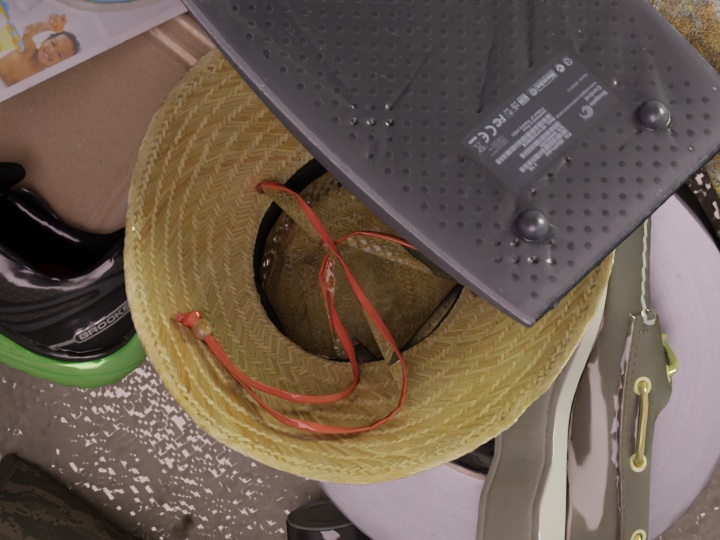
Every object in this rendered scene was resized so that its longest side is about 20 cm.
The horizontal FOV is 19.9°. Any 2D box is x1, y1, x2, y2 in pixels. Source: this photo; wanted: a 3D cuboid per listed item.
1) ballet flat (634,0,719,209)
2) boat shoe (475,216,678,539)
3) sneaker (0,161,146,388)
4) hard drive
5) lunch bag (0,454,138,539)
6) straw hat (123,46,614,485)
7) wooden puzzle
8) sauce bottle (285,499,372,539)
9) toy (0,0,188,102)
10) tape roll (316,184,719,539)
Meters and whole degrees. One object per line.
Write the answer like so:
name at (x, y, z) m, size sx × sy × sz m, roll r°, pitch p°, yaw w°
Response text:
ballet flat at (0.167, -0.046, 0.825) m, size 0.070 × 0.071 × 0.201 m, roll -22°, pitch 117°, yaw 11°
boat shoe at (0.092, 0.049, 0.829) m, size 0.060 × 0.072 × 0.204 m, roll 6°, pitch 93°, yaw -24°
sneaker at (-0.179, -0.014, 0.880) m, size 0.198 × 0.077 × 0.084 m, roll 13°, pitch 117°, yaw -1°
hard drive at (0.033, -0.079, 0.775) m, size 0.135 × 0.042 × 0.200 m, roll -41°, pitch 74°, yaw -17°
lunch bag at (-0.133, 0.190, 0.885) m, size 0.163 × 0.200 × 0.118 m, roll 32°, pitch 104°, yaw -2°
straw hat at (0.000, 0.000, 0.810) m, size 0.199 × 0.085 × 0.203 m, roll 0°, pitch 66°, yaw -1°
wooden puzzle at (-0.157, -0.081, 0.892) m, size 0.199 × 0.037 × 0.185 m, roll 36°, pitch 124°, yaw -6°
sauce bottle at (-0.005, 0.207, 0.942) m, size 0.064 × 0.065 × 0.202 m, roll -5°, pitch 103°, yaw 8°
toy at (-0.114, -0.146, 0.805) m, size 0.199 × 0.047 × 0.116 m, roll -27°, pitch 90°, yaw -7°
tape roll at (0.066, 0.032, 0.895) m, size 0.198 × 0.066 × 0.202 m, roll 1°, pitch 102°, yaw 6°
